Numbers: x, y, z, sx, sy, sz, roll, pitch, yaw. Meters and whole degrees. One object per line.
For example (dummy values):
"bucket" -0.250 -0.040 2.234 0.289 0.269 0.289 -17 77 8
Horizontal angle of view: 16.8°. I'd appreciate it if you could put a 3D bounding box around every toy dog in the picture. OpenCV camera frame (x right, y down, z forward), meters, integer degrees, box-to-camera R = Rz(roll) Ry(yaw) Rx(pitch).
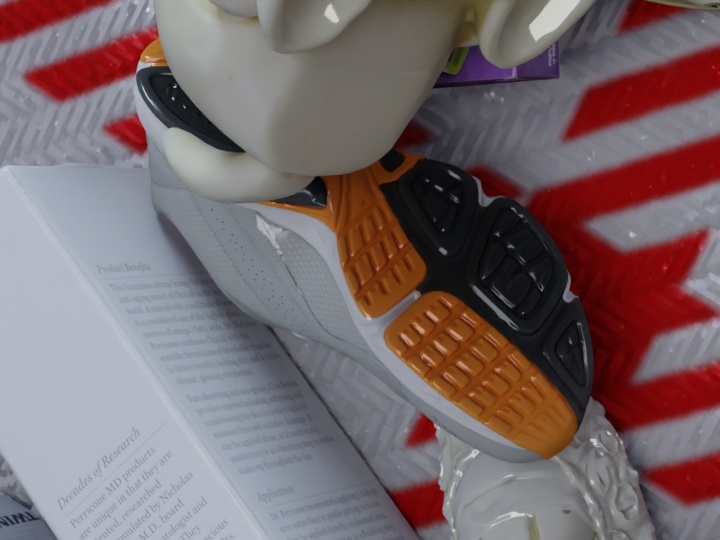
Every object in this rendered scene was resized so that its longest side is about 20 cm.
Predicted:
"toy dog" -0.024 -0.141 0.788 0.201 0.139 0.194 60 140 28

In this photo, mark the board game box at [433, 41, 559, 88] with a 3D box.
"board game box" 0.013 -0.163 0.846 0.120 0.032 0.202 0 92 48

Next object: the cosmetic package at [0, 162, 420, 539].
"cosmetic package" -0.066 0.060 0.868 0.071 0.101 0.201 -42 74 21

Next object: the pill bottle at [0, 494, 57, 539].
"pill bottle" -0.191 0.140 0.874 0.105 0.200 0.107 1 92 25

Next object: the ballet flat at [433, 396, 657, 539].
"ballet flat" 0.071 0.119 0.825 0.071 0.072 0.201 -23 81 24

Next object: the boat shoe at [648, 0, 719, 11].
"boat shoe" 0.144 -0.117 0.783 0.199 0.063 0.074 11 96 26

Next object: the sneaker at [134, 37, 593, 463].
"sneaker" 0.000 0.000 0.851 0.200 0.076 0.092 44 152 20
